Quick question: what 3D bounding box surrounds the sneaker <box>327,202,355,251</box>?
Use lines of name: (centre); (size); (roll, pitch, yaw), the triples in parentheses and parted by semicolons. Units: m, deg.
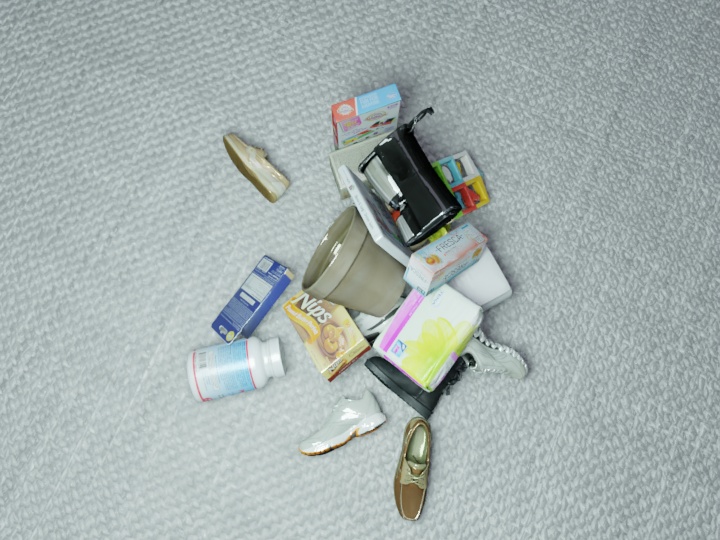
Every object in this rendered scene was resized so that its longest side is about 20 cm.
sneaker: (-0.005, -0.040, 1.336); (0.127, 0.079, 0.204); (-29, 88, 3)

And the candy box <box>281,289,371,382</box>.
candy box: (-0.074, 0.118, 1.263); (0.114, 0.056, 0.201); (-36, 53, -1)

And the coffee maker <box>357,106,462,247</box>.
coffee maker: (0.116, -0.182, 1.208); (0.133, 0.192, 0.203); (-26, 77, -44)

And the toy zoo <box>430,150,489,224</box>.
toy zoo: (0.224, -0.194, 1.337); (0.197, 0.020, 0.135); (-26, 90, -44)

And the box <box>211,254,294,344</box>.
box: (-0.237, 0.067, 1.294); (0.202, 0.120, 0.032); (-52, 126, -10)

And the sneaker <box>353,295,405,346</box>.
sneaker: (0.012, 0.101, 1.315); (0.196, 0.076, 0.117); (-27, 67, -9)

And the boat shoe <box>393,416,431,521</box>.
boat shoe: (0.109, 0.410, 1.237); (0.073, 0.074, 0.208); (5, 78, 1)

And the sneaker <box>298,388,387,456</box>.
sneaker: (-0.046, 0.322, 1.263); (0.194, 0.076, 0.094); (-21, 71, -13)

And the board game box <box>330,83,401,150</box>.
board game box: (0.011, -0.326, 1.332); (0.148, 0.200, 0.042); (-20, 78, -5)

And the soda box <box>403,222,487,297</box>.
soda box: (0.177, -0.025, 1.217); (0.063, 0.070, 0.197); (40, 46, 24)

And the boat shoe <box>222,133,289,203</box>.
boat shoe: (-0.241, -0.248, 1.385); (0.069, 0.074, 0.201); (-39, 81, -20)

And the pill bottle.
pill bottle: (-0.260, 0.203, 1.262); (0.193, 0.109, 0.113); (-12, 78, -3)

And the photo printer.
photo printer: (0.212, 0.028, 1.318); (0.195, 0.070, 0.170); (-26, 72, -6)

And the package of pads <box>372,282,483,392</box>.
package of pads: (0.142, 0.124, 1.213); (0.153, 0.068, 0.202); (34, 83, 27)

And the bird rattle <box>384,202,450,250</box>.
bird rattle: (0.113, -0.125, 1.323); (0.160, 0.113, 0.204); (-28, 85, -1)

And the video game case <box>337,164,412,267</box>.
video game case: (0.039, -0.103, 1.203); (0.023, 0.199, 0.185); (-33, 62, 14)

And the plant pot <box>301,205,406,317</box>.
plant pot: (0.000, 0.000, 1.217); (0.171, 0.199, 0.204); (32, 78, -15)

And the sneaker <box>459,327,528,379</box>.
sneaker: (0.269, 0.188, 1.264); (0.196, 0.075, 0.083); (31, 59, -13)

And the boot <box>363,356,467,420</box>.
boot: (0.124, 0.201, 1.283); (0.196, 0.073, 0.164); (37, 82, 1)

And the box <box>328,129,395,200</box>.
box: (0.031, -0.248, 1.377); (0.194, 0.078, 0.098); (-19, 78, -4)
